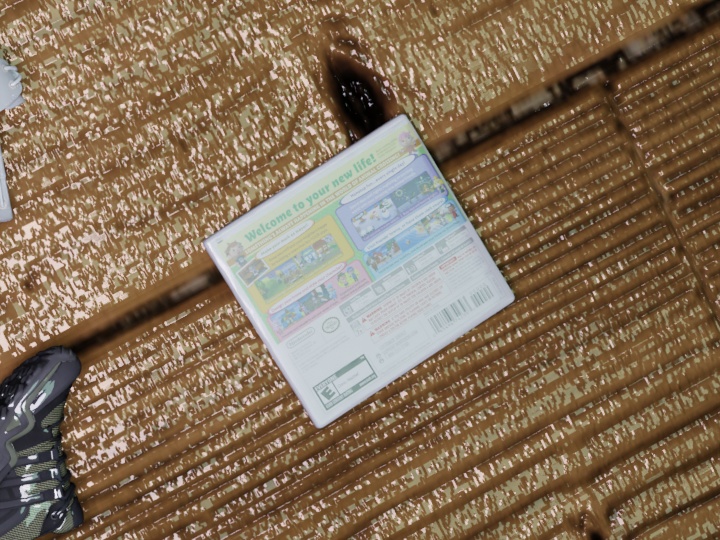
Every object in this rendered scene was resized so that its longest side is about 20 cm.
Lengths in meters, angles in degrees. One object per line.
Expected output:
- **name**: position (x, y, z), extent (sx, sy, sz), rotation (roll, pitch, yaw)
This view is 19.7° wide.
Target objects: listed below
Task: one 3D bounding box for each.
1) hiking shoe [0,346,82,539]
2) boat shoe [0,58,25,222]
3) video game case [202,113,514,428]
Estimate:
- **hiking shoe**: position (-0.258, 0.158, 1.634), extent (0.100, 0.076, 0.201), rotation (27, 95, -18)
- **boat shoe**: position (-0.300, -0.134, 1.626), extent (0.071, 0.070, 0.202), rotation (-2, 98, -11)
- **video game case**: position (0.000, 0.000, 1.706), extent (0.199, 0.022, 0.183), rotation (-33, 97, -8)
